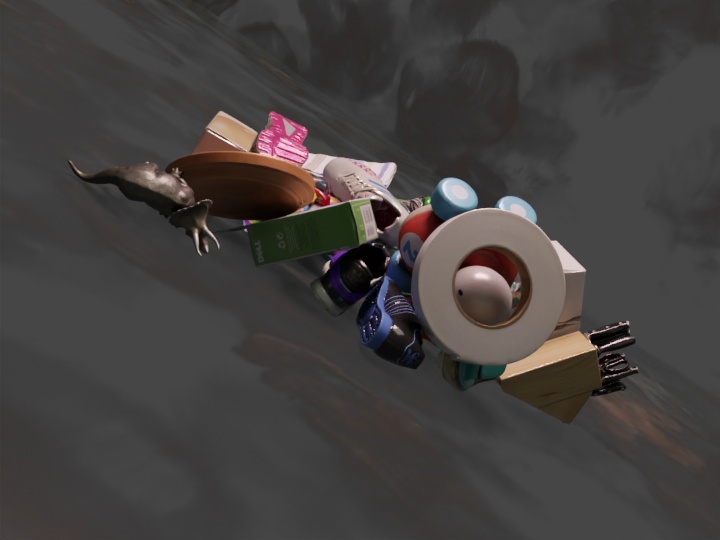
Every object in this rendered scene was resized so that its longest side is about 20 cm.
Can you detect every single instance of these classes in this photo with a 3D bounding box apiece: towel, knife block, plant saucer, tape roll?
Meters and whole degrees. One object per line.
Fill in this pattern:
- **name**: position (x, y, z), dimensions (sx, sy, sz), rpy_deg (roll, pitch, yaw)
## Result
- **towel**: position (-0.044, -0.167, 1.968), dimensions (0.199, 0.024, 0.147), rpy_deg (10, 20, 8)
- **knife block**: position (0.313, 0.129, 1.792), dimensions (0.199, 0.176, 0.064), rpy_deg (28, 11, -24)
- **plant saucer**: position (-0.159, -0.106, 1.587), dimensions (0.199, 0.033, 0.200), rpy_deg (2, -17, 0)
- **tape roll**: position (0.163, 0.022, 1.543), dimensions (0.202, 0.204, 0.037), rpy_deg (31, -9, -8)

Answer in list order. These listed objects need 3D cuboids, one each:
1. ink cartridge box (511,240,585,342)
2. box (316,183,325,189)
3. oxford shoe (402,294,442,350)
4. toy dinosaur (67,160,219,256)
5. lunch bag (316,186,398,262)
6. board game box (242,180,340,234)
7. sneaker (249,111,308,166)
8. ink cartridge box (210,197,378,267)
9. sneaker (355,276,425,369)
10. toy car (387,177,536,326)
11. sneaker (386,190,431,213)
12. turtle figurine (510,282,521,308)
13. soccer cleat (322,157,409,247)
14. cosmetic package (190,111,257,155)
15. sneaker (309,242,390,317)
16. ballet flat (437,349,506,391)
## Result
- **ink cartridge box**: position (0.282, 0.068, 1.881), dimensions (0.082, 0.201, 0.147), rpy_deg (-1, 20, -10)
- **box**: position (-0.071, -0.117, 2.061), dimensions (0.199, 0.060, 0.117), rpy_deg (27, 12, -27)
- **oxford shoe**: position (0.117, 0.076, 1.751), dimensions (0.199, 0.072, 0.073), rpy_deg (26, 9, -29)
- **toy dinosaur**: position (-0.252, -0.101, 1.460), dimensions (0.199, 0.077, 0.102), rpy_deg (34, -3, -20)
- **lunch bag**: position (-0.020, -0.053, 1.893), dimensions (0.160, 0.077, 0.200), rpy_deg (23, 15, -47)
- **board game box**: position (-0.094, -0.095, 1.756), dimensions (0.157, 0.039, 0.200), rpy_deg (4, 28, -12)
- **sneaker**: position (-0.127, -0.163, 1.800), dimensions (0.081, 0.089, 0.200), rpy_deg (26, 21, -7)
- **ink cartridge box**: position (-0.086, -0.045, 1.597), dimensions (0.104, 0.199, 0.060), rpy_deg (-22, 100, -74)
- **sneaker**: position (0.043, 0.071, 1.587), dimensions (0.078, 0.070, 0.200), rpy_deg (34, 18, -11)
- **toy car**: position (0.137, 0.017, 1.618), dimensions (0.176, 0.185, 0.201), rpy_deg (16, 45, -16)
- **sneaker**: position (0.083, -0.082, 1.892), dimensions (0.078, 0.085, 0.200), rpy_deg (32, 6, -43)
- **turtle figurine**: position (0.169, 0.052, 1.840), dimensions (0.149, 0.101, 0.200), rpy_deg (12, -4, -3)
- **soccer cleat**: position (0.008, -0.115, 1.823), dimensions (0.200, 0.070, 0.086), rpy_deg (44, 3, 27)
- **cosmetic package**: position (-0.209, -0.163, 1.764), dimensions (0.071, 0.106, 0.200), rpy_deg (29, 13, -8)
- **sneaker**: position (0.000, 0.001, 1.630), dimensions (0.070, 0.099, 0.200), rpy_deg (50, 13, -5)
- **ballet flat**: position (0.141, 0.126, 1.647), dimensions (0.071, 0.071, 0.200), rpy_deg (37, 14, 21)
